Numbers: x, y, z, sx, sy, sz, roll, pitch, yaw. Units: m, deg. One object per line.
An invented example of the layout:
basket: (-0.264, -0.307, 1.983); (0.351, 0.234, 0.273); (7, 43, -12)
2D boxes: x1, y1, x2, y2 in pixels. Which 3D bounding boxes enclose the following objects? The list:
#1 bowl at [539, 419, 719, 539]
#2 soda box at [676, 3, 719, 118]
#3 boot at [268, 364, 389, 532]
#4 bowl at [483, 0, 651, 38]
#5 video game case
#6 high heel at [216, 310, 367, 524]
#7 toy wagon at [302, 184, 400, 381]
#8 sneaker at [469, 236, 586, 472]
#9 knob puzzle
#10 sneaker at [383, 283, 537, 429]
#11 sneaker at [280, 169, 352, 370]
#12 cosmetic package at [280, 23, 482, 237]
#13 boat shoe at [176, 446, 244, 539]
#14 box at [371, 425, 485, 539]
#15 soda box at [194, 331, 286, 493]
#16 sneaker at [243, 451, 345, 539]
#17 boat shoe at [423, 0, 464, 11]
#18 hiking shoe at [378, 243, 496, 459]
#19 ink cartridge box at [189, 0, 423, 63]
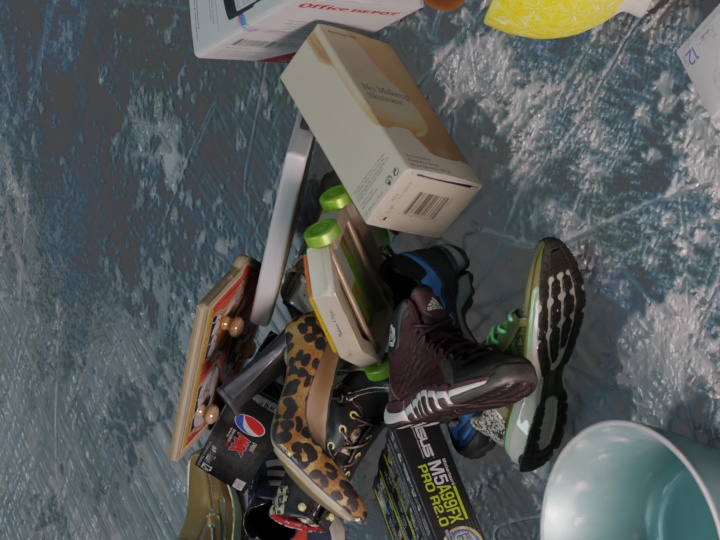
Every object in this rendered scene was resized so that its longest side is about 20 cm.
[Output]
bowl: (0.237, 0.207, 1.271); (0.200, 0.104, 0.203); (8, 100, 55)
soda box: (0.309, -0.188, 1.165); (0.200, 0.068, 0.064); (-50, 53, 45)
boot: (-0.012, 0.171, 1.611); (0.203, 0.073, 0.155); (-19, 48, 61)
bowl: (0.185, -0.252, 1.286); (0.107, 0.200, 0.201); (29, 127, 2)
video game case: (-0.068, -0.076, 1.665); (0.183, 0.023, 0.201); (-78, 3, -55)
high heel: (-0.023, 0.127, 1.549); (0.200, 0.142, 0.072); (44, 167, 28)
toy wagon: (0.000, 0.000, 1.552); (0.039, 0.200, 0.156); (-15, 115, 19)
sneaker: (0.129, 0.066, 1.424); (0.088, 0.077, 0.202); (18, 108, 33)
knob puzzle: (-0.126, 0.076, 1.687); (0.030, 0.220, 0.221); (18, 114, 11)
sneaker: (0.070, 0.063, 1.406); (0.200, 0.075, 0.117); (-25, 70, 57)
sneaker: (-0.033, 0.002, 1.668); (0.074, 0.086, 0.202); (13, 103, 56)
cosmetic package: (0.017, -0.130, 1.561); (0.071, 0.105, 0.201); (-50, 53, 28)
boat shoe: (-0.174, 0.299, 1.909); (0.072, 0.076, 0.202); (-33, 65, 52)
box: (0.070, 0.247, 1.524); (0.161, 0.044, 0.201); (100, 152, -60)
soda box: (-0.104, 0.145, 1.699); (0.063, 0.071, 0.200); (31, 144, -1)
sneaker: (-0.097, 0.239, 1.784); (0.200, 0.084, 0.076); (43, 127, 46)
boat shoe: (0.113, -0.309, 1.441); (0.070, 0.070, 0.200); (39, 136, -5)
hiking shoe: (0.066, 0.075, 1.527); (0.074, 0.086, 0.202); (-35, 64, 51)
ink cartridge box: (-0.054, -0.267, 1.625); (0.199, 0.145, 0.084); (-18, 76, 54)
